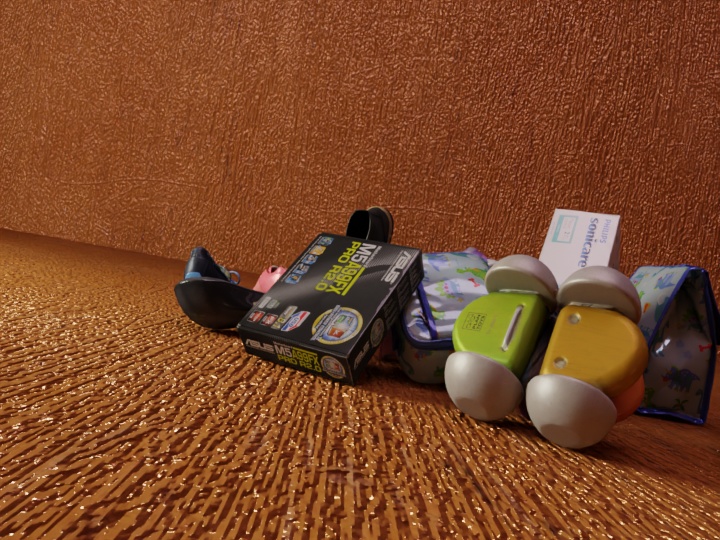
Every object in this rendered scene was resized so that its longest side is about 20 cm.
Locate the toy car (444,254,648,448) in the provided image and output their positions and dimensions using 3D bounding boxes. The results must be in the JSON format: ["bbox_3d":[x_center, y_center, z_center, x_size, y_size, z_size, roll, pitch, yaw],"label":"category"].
[{"bbox_3d":[0.191,0.093,0.652,0.195,0.178,0.152,9,-34,34],"label":"toy car"}]

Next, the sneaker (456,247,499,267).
[{"bbox_3d":[0.128,0.021,1.010,0.195,0.082,0.089,-22,44,-11],"label":"sneaker"}]

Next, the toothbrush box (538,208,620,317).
[{"bbox_3d":[0.273,0.050,0.802,0.083,0.149,0.203,10,-39,27],"label":"toothbrush box"}]

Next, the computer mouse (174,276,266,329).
[{"bbox_3d":[-0.173,0.059,0.917,0.195,0.055,0.137,15,-27,-33],"label":"computer mouse"}]

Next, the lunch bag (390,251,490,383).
[{"bbox_3d":[0.113,0.056,0.841,0.155,0.085,0.202,-2,34,-5],"label":"lunch bag"}]

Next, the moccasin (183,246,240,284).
[{"bbox_3d":[-0.224,0.022,0.999,0.077,0.071,0.201,3,-19,-3],"label":"moccasin"}]

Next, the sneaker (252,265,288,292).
[{"bbox_3d":[-0.153,0.039,1.100,0.072,0.090,0.199,9,-10,-26],"label":"sneaker"}]

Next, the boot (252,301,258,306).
[{"bbox_3d":[-0.068,0.028,0.871,0.161,0.074,0.202,-8,36,-15],"label":"boot"}]

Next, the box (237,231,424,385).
[{"bbox_3d":[-0.031,0.036,0.774,0.156,0.045,0.201,10,42,30],"label":"box"}]

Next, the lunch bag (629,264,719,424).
[{"bbox_3d":[0.427,0.095,0.915,0.123,0.208,0.170,9,0,-1],"label":"lunch bag"}]

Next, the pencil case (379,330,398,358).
[{"bbox_3d":[0.121,0.100,0.928,0.193,0.091,0.087,8,1,8],"label":"pencil case"}]

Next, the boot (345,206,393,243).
[{"bbox_3d":[0.000,0.000,1.008,0.075,0.208,0.138,4,4,15],"label":"boot"}]
